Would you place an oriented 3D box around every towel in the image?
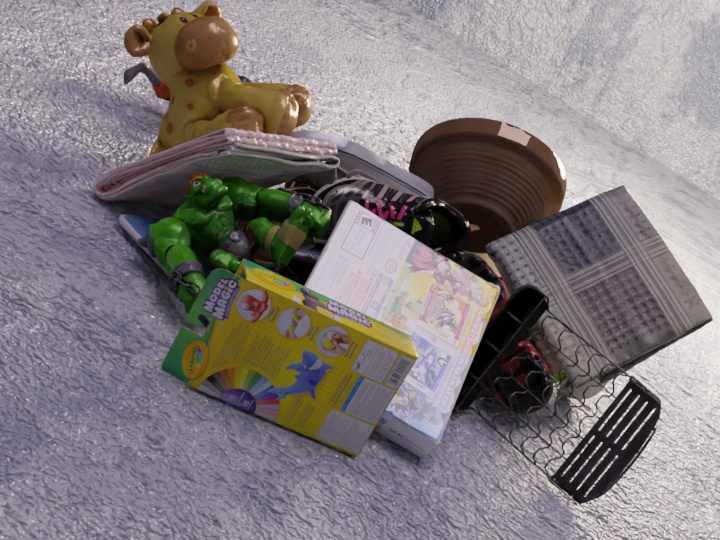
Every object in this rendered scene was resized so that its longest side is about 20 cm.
[{"bbox_3d":[0.266,0.019,1.480,0.190,0.035,0.202,-23,66,-14],"label":"towel"},{"bbox_3d":[-0.148,-0.103,1.396,0.199,0.189,0.033,0,77,-56],"label":"towel"}]

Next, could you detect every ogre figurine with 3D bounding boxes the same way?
[{"bbox_3d":[-0.131,-0.033,1.296,0.119,0.200,0.099,29,-27,25],"label":"ogre figurine"}]

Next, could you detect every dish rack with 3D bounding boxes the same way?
[{"bbox_3d":[0.201,0.133,1.361,0.199,0.154,0.054,40,3,22],"label":"dish rack"}]

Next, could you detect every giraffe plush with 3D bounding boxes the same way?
[{"bbox_3d":[-0.171,-0.215,1.470,0.173,0.197,0.165,-42,118,-65],"label":"giraffe plush"}]

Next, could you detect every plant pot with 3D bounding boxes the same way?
[{"bbox_3d":[0.148,-0.086,1.626,0.199,0.201,0.094,27,57,-13],"label":"plant pot"}]

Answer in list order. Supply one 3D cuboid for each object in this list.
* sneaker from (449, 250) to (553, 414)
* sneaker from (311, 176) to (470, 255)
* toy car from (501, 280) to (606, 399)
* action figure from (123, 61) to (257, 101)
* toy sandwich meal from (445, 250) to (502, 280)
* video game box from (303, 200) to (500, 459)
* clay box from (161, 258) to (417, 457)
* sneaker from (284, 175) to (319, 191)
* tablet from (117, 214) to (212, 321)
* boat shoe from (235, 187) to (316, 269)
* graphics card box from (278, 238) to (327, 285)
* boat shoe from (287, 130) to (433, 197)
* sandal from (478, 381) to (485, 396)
[{"bbox_3d":[0.150,0.075,1.476,0.202,0.070,0.098,62,1,19],"label":"sneaker"},{"bbox_3d":[0.039,-0.054,1.437,0.197,0.075,0.087,8,8,-31],"label":"sneaker"},{"bbox_3d":[0.254,0.042,1.562,0.174,0.201,0.150,39,-16,-2],"label":"toy car"},{"bbox_3d":[-0.175,-0.199,1.657,0.192,0.106,0.200,-5,38,-44],"label":"action figure"},{"bbox_3d":[0.132,-0.003,1.684,0.203,0.071,0.206,28,20,-11],"label":"toy sandwich meal"},{"bbox_3d":[0.025,0.054,1.292,0.181,0.047,0.201,29,54,-2],"label":"video game box"},{"bbox_3d":[-0.063,0.073,1.158,0.198,0.116,0.048,26,19,-17],"label":"clay box"},{"bbox_3d":[-0.001,-0.067,1.616,0.198,0.075,0.079,23,19,4],"label":"sneaker"},{"bbox_3d":[-0.148,0.009,1.334,0.200,0.014,0.129,45,23,29],"label":"tablet"},{"bbox_3d":[-0.095,-0.058,1.468,0.075,0.074,0.200,35,18,6],"label":"boat shoe"},{"bbox_3d":[0.000,0.000,1.460,0.124,0.052,0.200,14,16,17],"label":"graphics card box"},{"bbox_3d":[-0.008,-0.085,1.504,0.200,0.074,0.087,25,65,-30],"label":"boat shoe"},{"bbox_3d":[0.069,0.075,1.411,0.210,0.070,0.078,19,23,-31],"label":"sandal"}]
